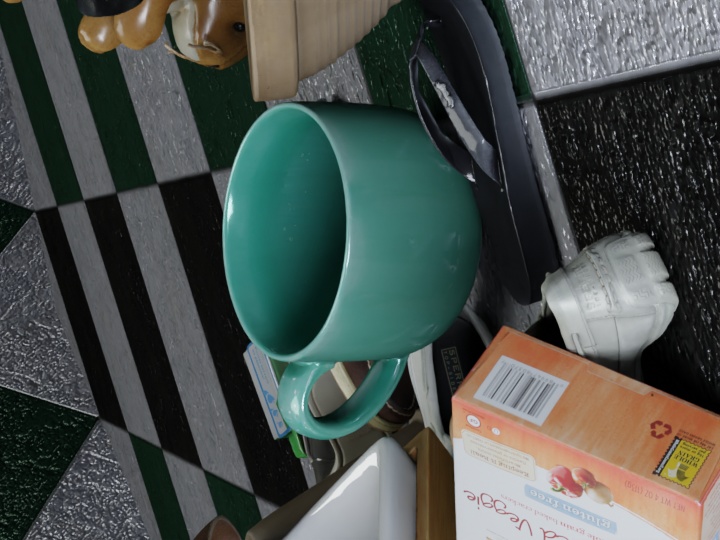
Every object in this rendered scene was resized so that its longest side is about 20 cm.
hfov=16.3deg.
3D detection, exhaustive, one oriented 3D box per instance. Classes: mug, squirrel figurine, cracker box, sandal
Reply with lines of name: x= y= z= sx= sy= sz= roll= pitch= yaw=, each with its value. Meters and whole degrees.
mug: x=-0.003 y=-0.010 z=1.503 sx=0.152 sy=0.114 sz=0.185 roll=58 pitch=137 yaw=41
squirrel figurine: x=-0.133 y=-0.242 z=1.775 sx=0.141 sy=0.186 sz=0.201 roll=-21 pitch=50 yaw=64
cracker box: x=0.117 y=0.133 z=1.252 sx=0.134 sy=0.058 sz=0.200 roll=22 pitch=143 yaw=23
sandal: x=0.062 y=-0.076 z=1.383 sx=0.076 sy=0.043 sz=0.201 roll=172 pitch=81 yaw=-78

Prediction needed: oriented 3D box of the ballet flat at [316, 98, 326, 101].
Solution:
ballet flat: x=-0.052 y=-0.052 z=1.718 sx=0.200 sy=0.074 sz=0.074 roll=-89 pitch=-7 yaw=-50

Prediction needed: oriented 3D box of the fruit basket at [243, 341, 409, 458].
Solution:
fruit basket: x=-0.021 y=0.058 z=1.831 sx=0.200 sy=0.093 sz=0.186 roll=122 pitch=129 yaw=-70

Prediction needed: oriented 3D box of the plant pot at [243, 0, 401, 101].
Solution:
plant pot: x=-0.024 y=-0.199 z=1.419 sx=0.201 sy=0.092 sz=0.202 roll=176 pitch=90 yaw=-86

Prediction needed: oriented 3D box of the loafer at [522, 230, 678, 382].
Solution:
loafer: x=0.109 y=0.042 z=1.280 sx=0.200 sy=0.070 sz=0.070 roll=96 pitch=154 yaw=-62

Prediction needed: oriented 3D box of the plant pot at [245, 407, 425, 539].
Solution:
plant pot: x=0.023 y=0.198 z=1.644 sx=0.200 sy=0.173 sz=0.201 roll=163 pitch=90 yaw=-79

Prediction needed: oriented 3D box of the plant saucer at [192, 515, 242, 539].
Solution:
plant saucer: x=-0.077 y=0.250 z=1.529 sx=0.200 sy=0.034 sz=0.201 roll=-14 pitch=-90 yaw=-83

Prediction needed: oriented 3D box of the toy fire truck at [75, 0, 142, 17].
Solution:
toy fire truck: x=-0.120 y=-0.274 z=1.643 sx=0.200 sy=0.175 sz=0.129 roll=-100 pitch=-1 yaw=-60

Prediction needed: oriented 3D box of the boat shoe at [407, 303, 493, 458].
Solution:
boat shoe: x=0.078 y=0.108 z=1.527 sx=0.066 sy=0.072 sz=0.201 roll=91 pitch=166 yaw=-69

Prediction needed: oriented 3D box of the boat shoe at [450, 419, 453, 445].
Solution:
boat shoe: x=0.110 y=0.155 z=1.447 sx=0.201 sy=0.072 sz=0.072 roll=66 pitch=-166 yaw=-3

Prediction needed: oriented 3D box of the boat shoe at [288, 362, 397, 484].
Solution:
boat shoe: x=-0.008 y=0.107 z=1.728 sx=0.200 sy=0.067 sz=0.057 roll=78 pitch=173 yaw=-46

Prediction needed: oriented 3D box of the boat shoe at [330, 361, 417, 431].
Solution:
boat shoe: x=0.013 y=0.002 z=1.631 sx=0.072 sy=0.072 sz=0.201 roll=-23 pitch=65 yaw=34

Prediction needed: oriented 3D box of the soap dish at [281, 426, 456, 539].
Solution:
soap dish: x=0.006 y=0.209 z=1.451 sx=0.157 sy=0.081 sz=0.200 roll=-48 pitch=23 yaw=30
